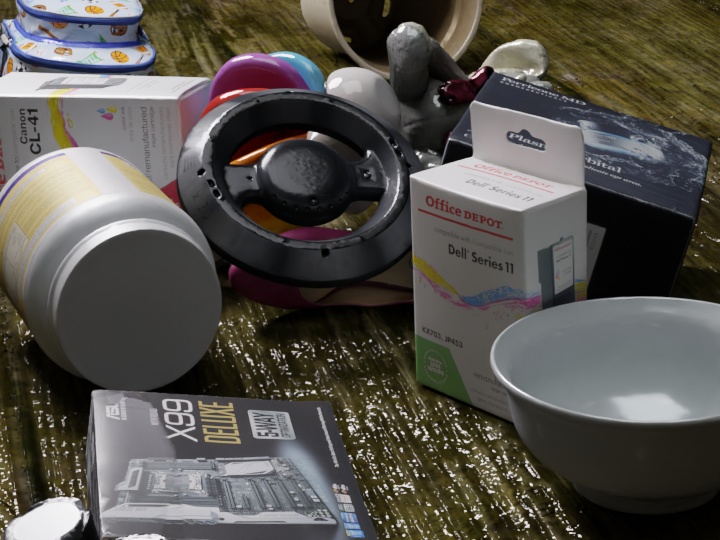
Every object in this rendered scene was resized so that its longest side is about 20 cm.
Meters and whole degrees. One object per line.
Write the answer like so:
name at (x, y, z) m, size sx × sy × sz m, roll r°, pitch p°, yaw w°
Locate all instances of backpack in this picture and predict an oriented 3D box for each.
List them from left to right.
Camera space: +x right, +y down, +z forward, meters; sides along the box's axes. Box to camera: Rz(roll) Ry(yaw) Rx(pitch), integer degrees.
backpack at (-0.306, -0.227, 1.995) m, size 0.199 × 0.155 × 0.191 m, roll -5°, pitch 31°, yaw -15°

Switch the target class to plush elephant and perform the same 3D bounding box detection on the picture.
plush elephant at (0.112, -0.140, 1.649) m, size 0.154 × 0.165 × 0.200 m, roll -15°, pitch -5°, yaw -3°

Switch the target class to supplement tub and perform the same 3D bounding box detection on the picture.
supplement tub at (-0.193, -0.001, 1.365) m, size 0.145 × 0.146 × 0.200 m, roll -10°, pitch 22°, yaw -20°

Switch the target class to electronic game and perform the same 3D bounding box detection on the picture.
electronic game at (-0.045, -0.067, 1.419) m, size 0.199 × 0.042 × 0.201 m, roll 6°, pitch 51°, yaw -8°

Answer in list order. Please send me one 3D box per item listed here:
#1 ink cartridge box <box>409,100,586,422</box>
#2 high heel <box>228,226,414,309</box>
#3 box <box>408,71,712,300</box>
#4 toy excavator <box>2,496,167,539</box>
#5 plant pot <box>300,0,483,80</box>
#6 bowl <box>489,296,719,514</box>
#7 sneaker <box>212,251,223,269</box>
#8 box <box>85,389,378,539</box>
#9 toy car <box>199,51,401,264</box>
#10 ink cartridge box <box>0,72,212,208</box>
ink cartridge box at (0.095, -0.007, 1.264) m, size 0.067 × 0.201 × 0.117 m, roll -19°, pitch 26°, yaw -37°
high heel at (0.000, 0.000, 1.440) m, size 0.199 × 0.068 × 0.096 m, roll -8°, pitch 10°, yaw -23°
box at (0.163, -0.053, 1.434) m, size 0.196 × 0.118 × 0.200 m, roll 19°, pitch 24°, yaw 7°
toy excavator at (-0.150, 0.221, 0.865) m, size 0.194 × 0.100 × 0.200 m, roll 13°, pitch 38°, yaw 41°
plant pot at (0.019, -0.331, 2.191) m, size 0.200 × 0.201 × 0.183 m, roll -11°, pitch 11°, yaw -22°
bowl at (0.182, 0.092, 1.146) m, size 0.200 × 0.091 × 0.201 m, roll -3°, pitch 20°, yaw 1°
sneaker at (-0.205, -0.032, 1.537) m, size 0.199 × 0.075 × 0.087 m, roll 4°, pitch 30°, yaw 14°
box at (-0.083, 0.136, 1.085) m, size 0.157 × 0.050 × 0.200 m, roll 5°, pitch 19°, yaw -11°
toy car at (-0.072, -0.113, 1.554) m, size 0.175 × 0.150 × 0.200 m, roll -27°, pitch 26°, yaw 28°
ink cartridge box at (-0.233, -0.095, 1.619) m, size 0.199 × 0.148 × 0.086 m, roll 2°, pitch 19°, yaw 15°
